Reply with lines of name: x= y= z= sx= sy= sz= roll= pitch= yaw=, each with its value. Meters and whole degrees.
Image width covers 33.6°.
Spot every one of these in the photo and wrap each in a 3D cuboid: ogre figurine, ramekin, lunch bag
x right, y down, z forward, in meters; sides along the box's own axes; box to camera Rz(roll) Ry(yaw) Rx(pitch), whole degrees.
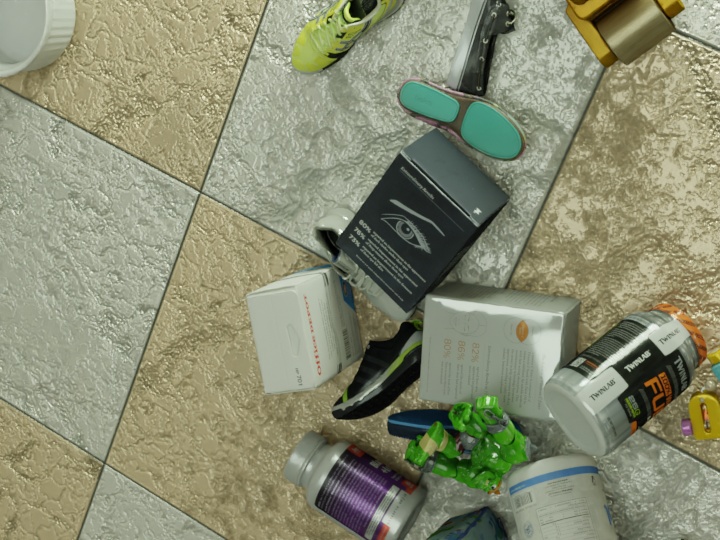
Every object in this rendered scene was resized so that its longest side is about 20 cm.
ogre figurine: x=0.157 y=0.241 z=1.628 sx=0.119 sy=0.098 sz=0.200 roll=32 pitch=119 yaw=-14
ramekin: x=-0.543 y=-0.406 z=1.863 sx=0.198 sy=0.098 sz=0.203 roll=4 pitch=102 yaw=21
lunch bag: x=0.154 y=0.438 z=1.678 sx=0.082 sy=0.200 sz=0.162 roll=-21 pitch=90 yaw=30

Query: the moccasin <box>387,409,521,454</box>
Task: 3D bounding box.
moccasin: x=0.132 y=0.247 z=1.719 sx=0.198 sy=0.080 sz=0.069 roll=6 pitch=106 yaw=22

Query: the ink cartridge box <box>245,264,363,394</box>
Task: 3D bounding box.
ink cartridge box: x=-0.075 y=0.080 z=1.705 sx=0.085 sy=0.200 sz=0.148 roll=-8 pitch=96 yaw=22

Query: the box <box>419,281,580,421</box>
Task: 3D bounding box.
box: x=0.193 y=0.109 z=1.654 sx=0.198 sy=0.106 sz=0.154 roll=8 pitch=102 yaw=20

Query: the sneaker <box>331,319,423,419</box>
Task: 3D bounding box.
sneaker: x=0.030 y=0.145 z=1.760 sx=0.200 sy=0.071 sz=0.083 roll=-39 pitch=60 yaw=22

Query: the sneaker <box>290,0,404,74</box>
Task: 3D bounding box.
sneaker: x=-0.030 y=-0.351 z=1.679 sx=0.199 sy=0.076 sz=0.076 roll=-38 pitch=86 yaw=24

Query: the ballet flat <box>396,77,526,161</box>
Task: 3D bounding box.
ballet flat: x=0.144 y=-0.209 z=1.637 sx=0.199 sy=0.071 sz=0.070 roll=26 pitch=101 yaw=16

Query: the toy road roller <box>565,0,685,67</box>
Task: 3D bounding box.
toy road roller: x=0.305 y=-0.363 z=1.504 sx=0.122 sy=0.146 sz=0.201 roll=-36 pitch=85 yaw=23

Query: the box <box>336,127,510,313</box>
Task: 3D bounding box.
box: x=0.084 y=-0.068 z=1.636 sx=0.148 sy=0.104 sz=0.200 roll=45 pitch=130 yaw=7

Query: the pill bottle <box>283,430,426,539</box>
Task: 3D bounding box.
pill bottle: x=-0.011 y=0.325 z=1.772 sx=0.199 sy=0.111 sz=0.112 roll=30 pitch=109 yaw=14

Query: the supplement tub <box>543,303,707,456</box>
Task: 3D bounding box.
supplement tub: x=0.347 y=0.137 z=1.548 sx=0.199 sy=0.123 sz=0.123 roll=-36 pitch=84 yaw=-16

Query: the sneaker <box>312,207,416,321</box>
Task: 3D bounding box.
sneaker: x=0.000 y=0.000 z=1.722 sx=0.200 sy=0.087 sz=0.075 roll=46 pitch=118 yaw=8

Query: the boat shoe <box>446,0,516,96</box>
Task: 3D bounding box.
boat shoe: x=0.177 y=-0.330 z=1.606 sx=0.066 sy=0.070 sz=0.202 roll=22 pitch=107 yaw=9

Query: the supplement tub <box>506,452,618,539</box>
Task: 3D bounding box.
supplement tub: x=0.282 y=0.361 z=1.618 sx=0.131 sy=0.132 sz=0.202 roll=-22 pitch=68 yaw=23

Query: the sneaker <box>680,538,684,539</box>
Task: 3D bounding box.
sneaker: x=0.373 y=0.427 z=1.664 sx=0.198 sy=0.070 sz=0.079 roll=-15 pitch=89 yaw=18

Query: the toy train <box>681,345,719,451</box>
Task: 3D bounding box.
toy train: x=0.510 y=0.182 z=1.572 sx=0.149 sy=0.056 sz=0.202 roll=18 pitch=109 yaw=17
